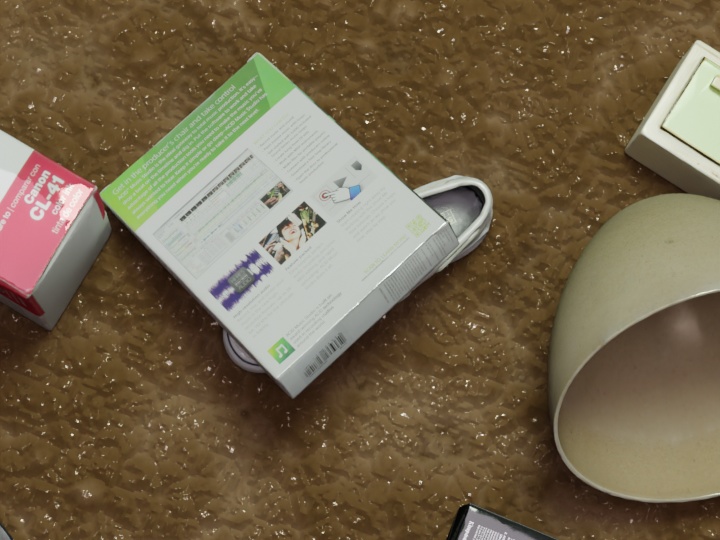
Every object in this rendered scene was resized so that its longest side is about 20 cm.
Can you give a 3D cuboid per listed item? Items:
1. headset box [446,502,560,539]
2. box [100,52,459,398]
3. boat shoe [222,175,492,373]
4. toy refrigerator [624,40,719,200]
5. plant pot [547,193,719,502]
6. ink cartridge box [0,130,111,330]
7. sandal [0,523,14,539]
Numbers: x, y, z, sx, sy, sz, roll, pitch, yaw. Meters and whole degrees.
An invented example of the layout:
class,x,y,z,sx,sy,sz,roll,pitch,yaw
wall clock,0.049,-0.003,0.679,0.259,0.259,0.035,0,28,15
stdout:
class,x,y,z,sx,sy,sz,roll,pitch,yaw
headset box,0.130,0.252,1.245,0.199,0.075,0.149,22,82,1
box,-0.054,-0.033,1.256,0.144,0.036,0.200,-42,59,-7
boat shoe,0.000,0.000,1.280,0.199,0.066,0.072,-26,84,-6
toy refrigerator,0.281,-0.062,1.301,0.200,0.070,0.076,33,82,3
plant pot,0.203,0.031,1.241,0.199,0.201,0.135,-10,47,-4
ink cartridge box,-0.262,-0.055,1.236,0.199,0.148,0.086,32,81,1
sandal,-0.293,0.133,1.259,0.200,0.043,0.076,40,82,3
